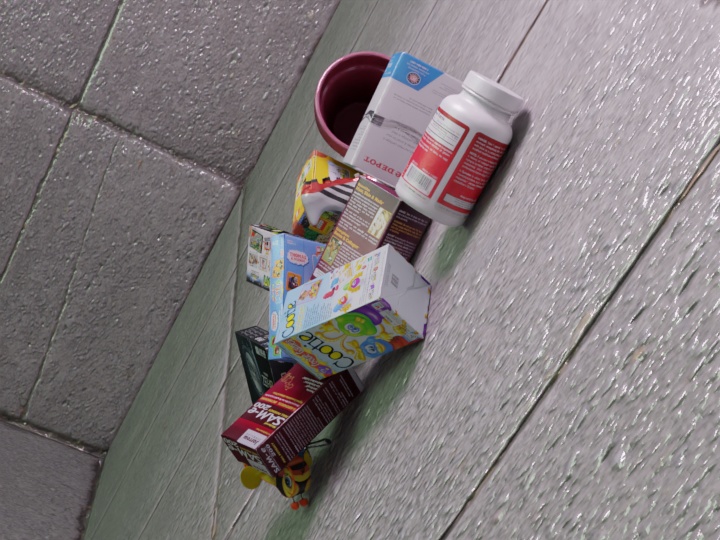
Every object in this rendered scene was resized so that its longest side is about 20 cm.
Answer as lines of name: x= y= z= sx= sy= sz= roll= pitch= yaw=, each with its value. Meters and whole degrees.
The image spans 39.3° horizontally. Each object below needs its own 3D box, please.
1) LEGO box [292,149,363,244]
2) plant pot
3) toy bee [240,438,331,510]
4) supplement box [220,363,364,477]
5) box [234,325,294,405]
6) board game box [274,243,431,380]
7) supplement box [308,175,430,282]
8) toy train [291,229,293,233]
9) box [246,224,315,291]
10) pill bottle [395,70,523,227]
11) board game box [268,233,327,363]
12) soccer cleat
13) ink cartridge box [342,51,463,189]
LEGO box: x=-0.041 y=-0.120 z=1.871 sx=0.077 sy=0.149 sz=0.200 roll=-56 pitch=17 yaw=29
plant pot: x=0.008 y=-0.291 z=1.926 sx=0.179 sy=0.199 sz=0.201 roll=114 pitch=178 yaw=-78
toy bee: x=-0.123 y=0.314 z=1.561 sx=0.200 sy=0.130 sz=0.109 roll=-179 pitch=81 yaw=-69
supplement box: x=-0.102 y=0.213 z=1.525 sx=0.200 sy=0.061 sz=0.109 roll=-43 pitch=28 yaw=-26
box: x=-0.159 y=0.191 z=1.788 sx=0.200 sy=0.043 sz=0.161 roll=-166 pitch=62 yaw=-67
board game box: x=-0.011 y=0.063 z=1.457 sx=0.200 sy=0.103 sz=0.105 roll=-24 pitch=37 yaw=34
supplement box: x=0.015 y=-0.033 z=1.601 sx=0.110 sy=0.086 sz=0.201 roll=34 pitch=101 yaw=44
toy train: x=-0.105 y=-0.018 z=1.930 sx=0.200 sy=0.084 sz=0.116 roll=-19 pitch=-51 yaw=-62
box: x=-0.146 y=-0.015 z=1.816 sx=0.200 sy=0.035 sz=0.111 roll=20 pitch=109 yaw=56
pill bottle: x=0.141 y=-0.171 z=1.412 sx=0.200 sy=0.112 sz=0.112 roll=-61 pitch=16 yaw=16
board game box: x=-0.084 y=0.052 z=1.648 sx=0.037 sy=0.151 sz=0.201 roll=-9 pitch=75 yaw=41
soccer cleat: x=-0.006 y=-0.127 z=1.752 sx=0.069 sy=0.199 sz=0.086 roll=-175 pitch=76 yaw=-73
ink cartridge box: x=0.080 y=-0.232 z=1.644 sx=0.201 sy=0.145 sz=0.084 roll=-65 pitch=15 yaw=3
